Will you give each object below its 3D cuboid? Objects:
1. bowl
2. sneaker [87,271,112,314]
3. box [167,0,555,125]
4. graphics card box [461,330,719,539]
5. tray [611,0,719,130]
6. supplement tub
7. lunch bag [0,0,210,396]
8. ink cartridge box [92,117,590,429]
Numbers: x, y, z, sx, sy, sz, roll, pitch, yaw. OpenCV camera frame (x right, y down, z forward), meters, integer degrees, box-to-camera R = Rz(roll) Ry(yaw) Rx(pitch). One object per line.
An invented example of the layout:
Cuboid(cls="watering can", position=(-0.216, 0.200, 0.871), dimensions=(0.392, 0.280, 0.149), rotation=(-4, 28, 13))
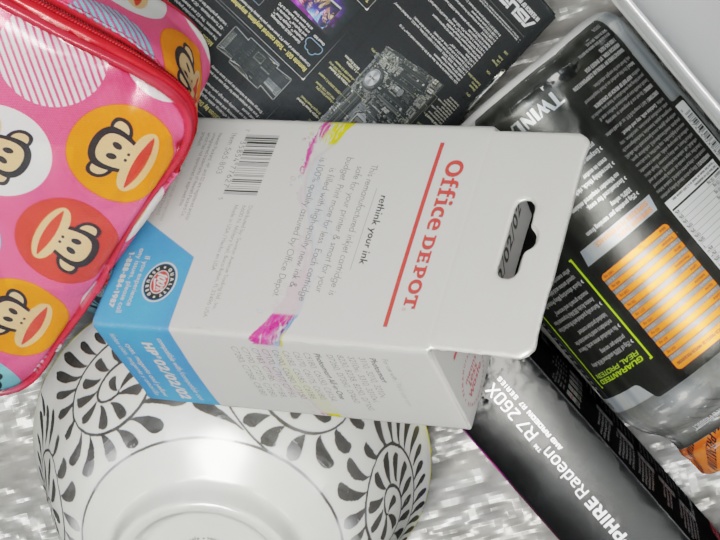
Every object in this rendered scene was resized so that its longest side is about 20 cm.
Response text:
Cuboid(cls="bowl", position=(-0.067, 0.116, 0.925), dimensions=(0.199, 0.094, 0.202), rotation=(3, 123, 4))
Cuboid(cls="sneaker", position=(-0.082, 0.040, 0.969), dimensions=(0.199, 0.079, 0.096), rotation=(16, 98, 5))
Cuboid(cls="box", position=(-0.027, -0.129, 0.910), dimensions=(0.160, 0.044, 0.200), rotation=(-47, 122, 3))
Cuboid(cls="graphics card box", position=(0.096, 0.082, 0.930), dimensions=(0.051, 0.125, 0.200), rotation=(-40, 91, 9))
Cuboid(cls="tray", position=(0.183, -0.095, 0.930), dimensions=(0.200, 0.107, 0.022), rotation=(50, 133, 0))
Cuboid(cls="supplement tub", position=(0.134, -0.011, 0.920), dimensions=(0.122, 0.123, 0.200), rotation=(-39, 90, 7))
Cuboid(cls="lunch bag", position=(-0.176, -0.055, 0.825), dimensions=(0.175, 0.082, 0.200), rotation=(28, 121, -17))
Cuboid(cls="ink cartridge box", position=(0.000, 0.000, 0.841), dimensions=(0.199, 0.068, 0.116), rotation=(4, 58, 24))
